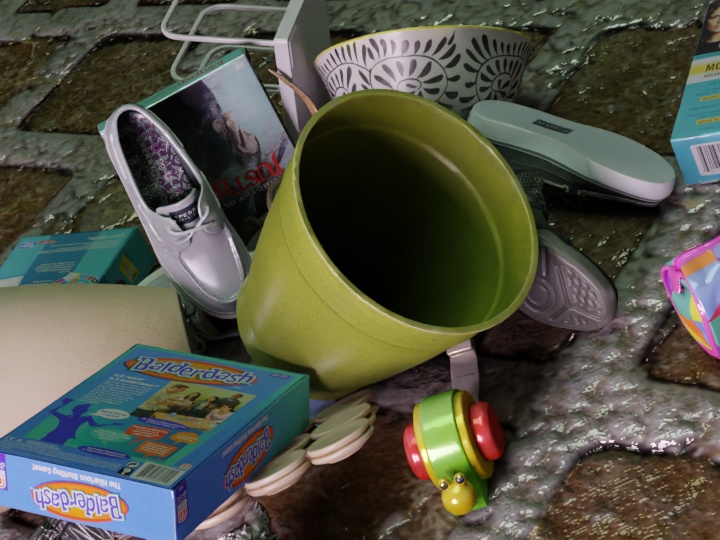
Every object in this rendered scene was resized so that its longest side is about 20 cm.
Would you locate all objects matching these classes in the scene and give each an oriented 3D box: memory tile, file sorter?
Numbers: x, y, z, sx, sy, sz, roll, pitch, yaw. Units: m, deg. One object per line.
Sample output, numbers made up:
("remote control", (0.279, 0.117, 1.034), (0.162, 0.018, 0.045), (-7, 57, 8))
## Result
("memory tile", (-0.077, 0.148, 1.245), (0.199, 0.017, 0.153), (-28, 6, 4))
("file sorter", (-0.098, -0.169, 1.584), (0.123, 0.201, 0.139), (4, 41, 13))

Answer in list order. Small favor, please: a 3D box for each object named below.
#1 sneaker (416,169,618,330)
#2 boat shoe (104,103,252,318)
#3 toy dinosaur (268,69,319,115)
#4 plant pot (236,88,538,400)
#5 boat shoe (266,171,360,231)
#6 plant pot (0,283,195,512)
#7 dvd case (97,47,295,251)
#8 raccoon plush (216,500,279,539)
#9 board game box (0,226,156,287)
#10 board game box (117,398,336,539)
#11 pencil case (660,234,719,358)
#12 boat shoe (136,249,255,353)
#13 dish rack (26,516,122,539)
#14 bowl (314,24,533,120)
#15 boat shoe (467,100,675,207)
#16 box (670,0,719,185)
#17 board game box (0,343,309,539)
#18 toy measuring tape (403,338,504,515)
("sneaker", (0.138, -0.025, 1.351), (0.199, 0.077, 0.114), (26, 40, 36))
("boat shoe", (-0.152, -0.049, 1.411), (0.070, 0.202, 0.072), (-32, -1, -7))
("toy dinosaur", (-0.012, -0.082, 1.496), (0.060, 0.106, 0.201), (-22, 77, 2))
("plant pot", (0.000, 0.000, 1.289), (0.193, 0.200, 0.201), (-46, 11, 50))
("boat shoe", (0.011, -0.064, 1.425), (0.199, 0.068, 0.072), (-19, 56, -24))
("plant pot", (-0.236, 0.087, 1.413), (0.198, 0.189, 0.188), (-15, 33, -5))
("dvd case", (-0.122, -0.080, 1.507), (0.145, 0.201, 0.022), (-27, 33, 0))
("raccoon plush", (-0.037, 0.241, 1.152), (0.199, 0.097, 0.134), (25, 29, 11))
("board game box", (-0.303, 0.046, 1.611), (0.150, 0.047, 0.201), (-4, 41, 33))
("board game box", (-0.110, 0.143, 1.363), (0.199, 0.020, 0.103), (-28, 35, 0))
("pencil case", (0.312, -0.018, 1.211), (0.199, 0.089, 0.088), (-31, 33, -2))
("boat shoe", (-0.112, 0.027, 1.475), (0.200, 0.075, 0.065), (-11, 36, 11))
("dish rack", (-0.220, 0.212, 1.222), (0.153, 0.054, 0.200), (-47, 6, 27))
("bowl", (0.060, -0.149, 1.533), (0.199, 0.095, 0.201), (-5, -7, -1))
("boat shoe", (0.174, -0.088, 1.428), (0.199, 0.057, 0.068), (25, 33, 34))
("box", (0.320, -0.157, 1.422), (0.082, 0.049, 0.201), (-7, 39, 29))
("board game box", (-0.145, 0.117, 1.206), (0.151, 0.045, 0.200), (9, 23, 24))
("toy measuring tape", (0.067, 0.097, 1.248), (0.073, 0.074, 0.201), (-18, 35, 15))
